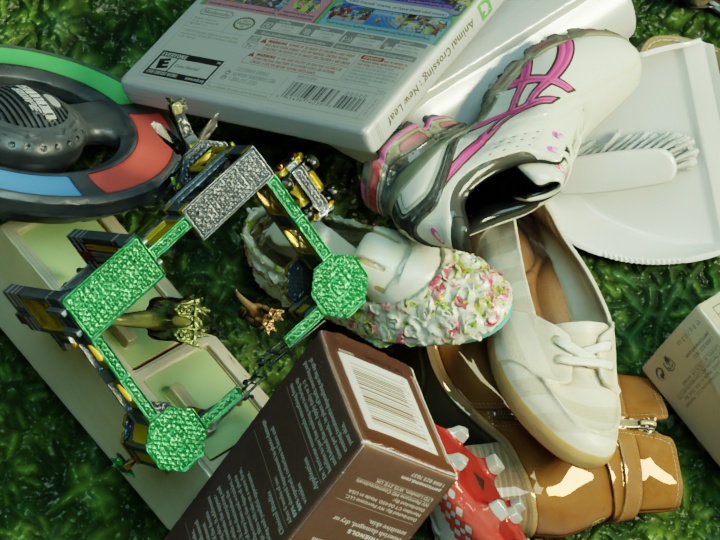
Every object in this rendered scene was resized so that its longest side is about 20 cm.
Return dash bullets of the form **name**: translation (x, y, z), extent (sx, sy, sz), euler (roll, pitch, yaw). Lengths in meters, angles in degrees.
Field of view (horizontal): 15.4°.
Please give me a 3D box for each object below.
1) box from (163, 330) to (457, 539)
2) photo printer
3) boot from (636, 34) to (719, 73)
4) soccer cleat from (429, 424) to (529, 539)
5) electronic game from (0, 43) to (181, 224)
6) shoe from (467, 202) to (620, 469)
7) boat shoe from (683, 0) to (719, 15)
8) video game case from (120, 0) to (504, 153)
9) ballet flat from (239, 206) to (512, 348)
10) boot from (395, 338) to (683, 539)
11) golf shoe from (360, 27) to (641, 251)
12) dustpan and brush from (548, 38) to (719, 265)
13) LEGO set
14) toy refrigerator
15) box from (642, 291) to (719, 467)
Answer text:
- **box**: translation (-0.038, 0.145, 1.487), extent (0.075, 0.200, 0.100), euler (24, 27, -32)
- **photo printer**: translation (0.047, -0.144, 1.662), extent (0.199, 0.070, 0.166), euler (-33, 42, -18)
- **boot**: translation (0.269, -0.117, 1.662), extent (0.199, 0.156, 0.073), euler (28, 68, 5)
- **soccer cleat**: translation (0.068, 0.175, 1.528), extent (0.085, 0.069, 0.200), euler (-30, 111, 14)
- **electronic game**: translation (-0.206, -0.086, 1.608), extent (0.198, 0.042, 0.200), euler (11, 28, -6)
- **shoe**: translation (0.110, 0.027, 1.573), extent (0.069, 0.053, 0.201), euler (4, 48, -29)
- **boat shoe**: translation (0.233, -0.202, 1.740), extent (0.199, 0.072, 0.065), euler (31, 63, 0)
- **video game case**: translation (-0.020, -0.151, 1.623), extent (0.199, 0.022, 0.182), euler (13, 51, 38)
- **ballet flat**: translation (0.000, 0.000, 1.580), extent (0.199, 0.064, 0.076), euler (10, 60, 42)
- **boot**: translation (0.108, 0.067, 1.617), extent (0.154, 0.077, 0.201), euler (-4, 58, -16)
- **golf shoe**: translation (0.100, -0.071, 1.567), extent (0.199, 0.073, 0.092), euler (-34, 49, -24)
- **dustpan and brush**: translation (0.132, -0.060, 1.665), extent (0.199, 0.057, 0.141), euler (-8, 108, 21)
- **LEGO set**: translation (-0.105, 0.014, 1.520), extent (0.154, 0.116, 0.200), euler (46, 73, -21)
- **toy refrigerator**: translation (-0.137, 0.049, 1.583), extent (0.076, 0.070, 0.200), euler (-28, 72, -43)
- **box**: translation (0.275, 0.100, 1.604), extent (0.095, 0.078, 0.200), euler (-25, 71, -37)
